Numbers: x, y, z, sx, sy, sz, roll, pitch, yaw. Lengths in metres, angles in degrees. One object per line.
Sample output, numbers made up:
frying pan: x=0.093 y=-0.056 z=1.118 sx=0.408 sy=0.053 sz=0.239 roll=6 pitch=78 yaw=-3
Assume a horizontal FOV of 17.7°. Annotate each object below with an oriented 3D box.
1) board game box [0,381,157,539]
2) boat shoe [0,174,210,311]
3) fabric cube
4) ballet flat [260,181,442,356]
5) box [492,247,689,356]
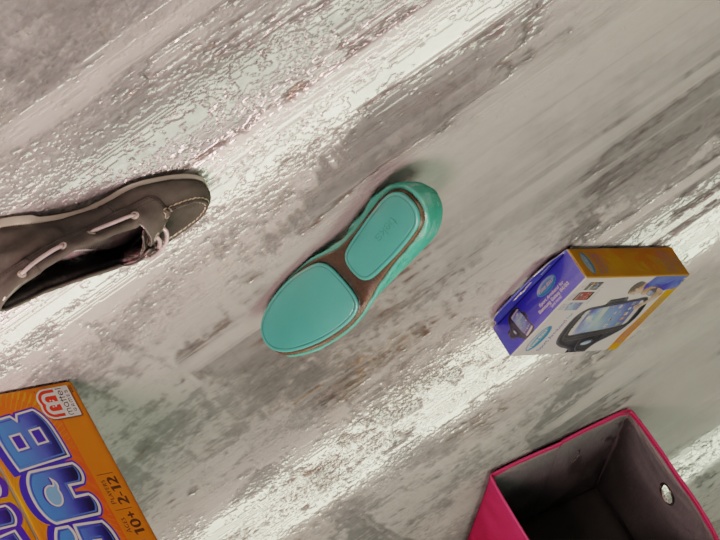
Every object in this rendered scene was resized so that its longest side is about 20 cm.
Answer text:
board game box: x=-0.298 y=0.239 z=1.797 sx=0.199 sy=0.201 sz=0.200 roll=-10 pitch=147 yaw=-41
boat shoe: x=-0.186 y=-0.015 z=1.636 sx=0.199 sy=0.057 sz=0.067 roll=-16 pitch=151 yaw=-31
fabric cube: x=0.255 y=0.313 z=2.581 sx=0.199 sy=0.197 sz=0.200 roll=-23 pitch=153 yaw=-20
ballet flat: x=0.000 y=0.000 z=1.878 sx=0.200 sy=0.068 sz=0.070 roll=-45 pitch=167 yaw=29
box: x=0.215 y=0.030 z=2.207 sx=0.199 sy=0.042 sz=0.119 roll=-4 pitch=143 yaw=-49
